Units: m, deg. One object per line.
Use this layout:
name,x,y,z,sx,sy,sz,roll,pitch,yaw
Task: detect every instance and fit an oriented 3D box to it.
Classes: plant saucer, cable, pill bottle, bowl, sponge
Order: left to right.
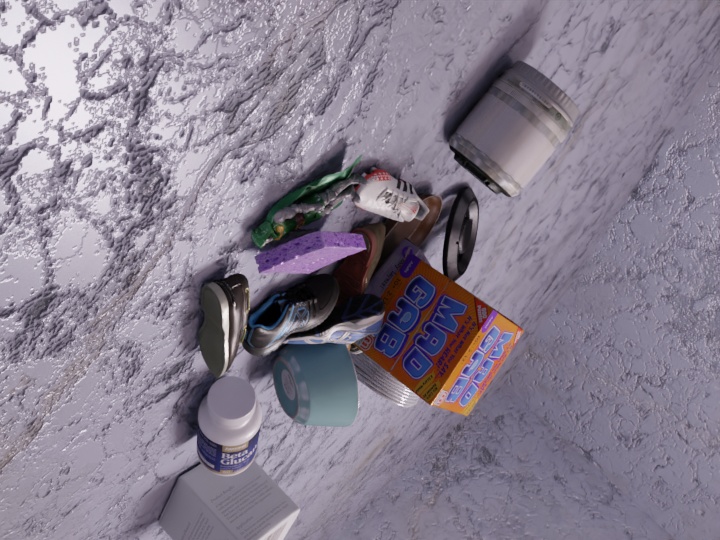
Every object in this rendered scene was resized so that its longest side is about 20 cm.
pill bottle,-0.230,0.270,1.509,0.111,0.111,0.201,-36,157,-31
bowl,-0.094,0.207,1.607,0.104,0.202,0.202,-14,146,-27
sponge,-0.071,-0.027,1.309,0.111,0.030,0.200,-22,173,17
cable,0.053,0.216,1.886,0.070,0.200,0.200,-56,156,10
plant saucer,0.079,-0.071,1.646,0.200,0.032,0.201,-41,159,-19

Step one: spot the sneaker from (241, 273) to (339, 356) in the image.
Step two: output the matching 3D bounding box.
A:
sneaker,-0.110,0.064,1.431,0.200,0.073,0.082,-39,158,-28

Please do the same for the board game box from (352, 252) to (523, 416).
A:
board game box,0.147,0.123,1.611,0.201,0.199,0.200,-57,150,3

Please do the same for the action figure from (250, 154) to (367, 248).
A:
action figure,-0.078,-0.085,1.251,0.199,0.055,0.119,-32,158,-30

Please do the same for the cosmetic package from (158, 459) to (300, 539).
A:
cosmetic package,-0.263,0.492,1.726,0.164,0.200,0.166,-24,149,-50

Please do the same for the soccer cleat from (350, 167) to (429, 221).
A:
soccer cleat,0.051,-0.117,1.415,0.069,0.085,0.200,-53,161,16

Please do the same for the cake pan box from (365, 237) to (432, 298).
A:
cake pan box,0.072,0.057,1.686,0.184,0.052,0.200,-48,150,-7

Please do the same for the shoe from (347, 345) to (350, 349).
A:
shoe,-0.045,0.119,1.701,0.053,0.070,0.201,9,114,-45

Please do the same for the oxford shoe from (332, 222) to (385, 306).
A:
oxford shoe,0.000,0.000,1.554,0.074,0.071,0.201,-31,155,-47

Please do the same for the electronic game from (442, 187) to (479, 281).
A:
electronic game,0.207,-0.074,1.803,0.200,0.041,0.202,11,90,-71

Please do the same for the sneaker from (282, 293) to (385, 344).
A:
sneaker,-0.052,0.104,1.519,0.198,0.076,0.077,-9,135,-4

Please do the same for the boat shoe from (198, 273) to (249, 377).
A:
boat shoe,-0.198,0.085,1.279,0.060,0.072,0.202,-30,152,-33

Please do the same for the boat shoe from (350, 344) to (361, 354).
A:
boat shoe,0.005,0.088,1.746,0.063,0.070,0.201,-21,139,-54

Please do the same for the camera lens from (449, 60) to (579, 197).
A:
camera lens,0.266,-0.244,1.523,0.200,0.160,0.160,-51,161,8
